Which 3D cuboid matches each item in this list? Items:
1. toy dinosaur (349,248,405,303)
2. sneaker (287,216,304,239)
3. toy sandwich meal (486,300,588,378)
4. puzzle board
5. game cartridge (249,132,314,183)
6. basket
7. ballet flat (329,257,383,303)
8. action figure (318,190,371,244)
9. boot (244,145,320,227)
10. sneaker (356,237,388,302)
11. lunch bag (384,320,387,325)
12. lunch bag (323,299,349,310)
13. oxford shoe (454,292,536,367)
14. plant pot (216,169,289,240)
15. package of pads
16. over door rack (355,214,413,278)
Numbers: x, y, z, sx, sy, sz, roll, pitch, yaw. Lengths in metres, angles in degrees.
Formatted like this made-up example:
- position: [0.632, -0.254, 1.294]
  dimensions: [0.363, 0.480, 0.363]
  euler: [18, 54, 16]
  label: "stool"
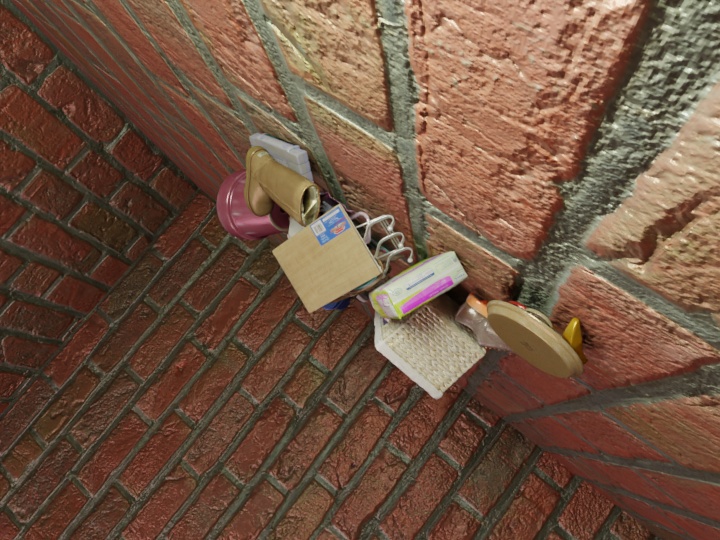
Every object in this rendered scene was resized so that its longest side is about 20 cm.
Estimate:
- position: [0.000, 0.000, 1.177]
  dimensions: [0.136, 0.200, 0.086]
  euler: [48, -179, 33]
  label: "toy dinosaur"
- position: [-0.129, -0.069, 1.249]
  dimensions: [0.073, 0.085, 0.200]
  euler: [16, -136, -43]
  label: "sneaker"
- position: [0.302, 0.104, 0.860]
  dimensions: [0.205, 0.070, 0.205]
  euler: [41, 169, 10]
  label: "toy sandwich meal"
- position: [-0.068, -0.019, 1.002]
  dimensions: [0.151, 0.200, 0.017]
  euler: [59, -147, -1]
  label: "puzzle board"
- position: [-0.162, -0.214, 1.083]
  dimensions: [0.200, 0.038, 0.130]
  euler: [31, 138, 44]
  label: "game cartridge"
- position: [0.151, 0.139, 1.169]
  dimensions: [0.200, 0.161, 0.198]
  euler: [40, -163, -12]
  label: "basket"
- position: [-0.011, 0.025, 1.048]
  dimensions: [0.072, 0.068, 0.200]
  euler: [13, 149, -44]
  label: "ballet flat"
- position: [-0.064, -0.131, 1.165]
  dimensions: [0.148, 0.134, 0.200]
  euler: [1, -170, -11]
  label: "action figure"
- position: [-0.162, -0.142, 1.048]
  dimensions: [0.200, 0.066, 0.175]
  euler: [39, 146, 33]
  label: "boot"
- position: [0.019, -0.008, 1.270]
  dimensions: [0.084, 0.120, 0.200]
  euler: [-83, -27, -47]
  label: "sneaker"
- position: [0.114, 0.164, 1.594]
  dimensions: [0.151, 0.094, 0.201]
  euler: [156, 95, -81]
  label: "lunch bag"
- position: [-0.077, 0.027, 1.662]
  dimensions: [0.136, 0.200, 0.132]
  euler: [34, -171, 18]
  label: "lunch bag"
- position: [0.278, 0.132, 1.012]
  dimensions: [0.200, 0.073, 0.071]
  euler: [41, -164, 16]
  label: "oxford shoe"
- position: [-0.260, -0.177, 1.404]
  dimensions: [0.179, 0.200, 0.200]
  euler: [10, 155, 40]
  label: "plant pot"
- position: [0.101, 0.033, 0.994]
  dimensions: [0.068, 0.154, 0.200]
  euler: [60, 172, 0]
  label: "package of pads"
- position: [-0.003, -0.035, 1.061]
  dimensions: [0.199, 0.067, 0.148]
  euler: [-12, 149, 17]
  label: "over door rack"
